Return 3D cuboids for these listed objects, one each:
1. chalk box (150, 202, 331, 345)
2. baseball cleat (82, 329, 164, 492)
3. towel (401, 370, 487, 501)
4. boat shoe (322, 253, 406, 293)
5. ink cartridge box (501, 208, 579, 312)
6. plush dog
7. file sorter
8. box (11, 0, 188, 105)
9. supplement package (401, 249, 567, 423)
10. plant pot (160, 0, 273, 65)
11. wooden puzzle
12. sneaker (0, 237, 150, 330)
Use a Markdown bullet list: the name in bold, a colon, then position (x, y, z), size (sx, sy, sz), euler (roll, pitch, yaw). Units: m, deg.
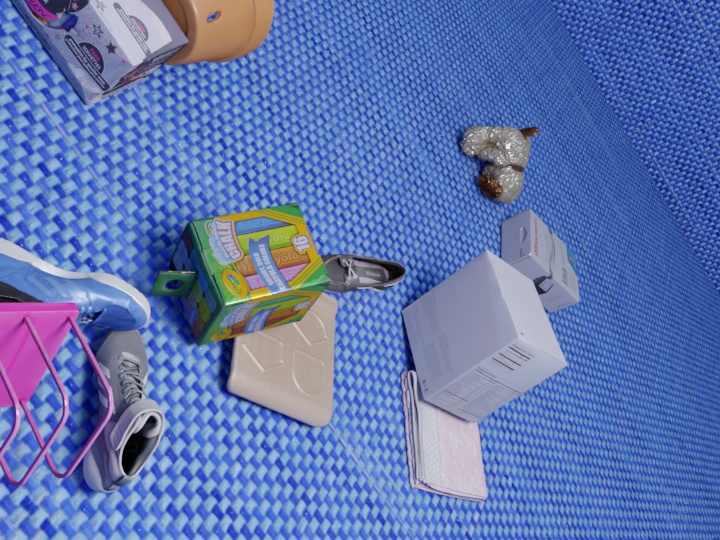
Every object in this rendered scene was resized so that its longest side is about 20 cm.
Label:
- **chalk box**: position (-0.163, 0.009, 1.054), size (0.200, 0.125, 0.124), euler (-14, 70, -31)
- **baseball cleat**: position (-0.249, 0.141, 0.911), size (0.070, 0.106, 0.201), euler (27, 50, -43)
- **towel**: position (0.144, 0.280, 1.401), size (0.191, 0.032, 0.201), euler (24, 52, -43)
- **boat shoe**: position (0.000, 0.000, 1.365), size (0.200, 0.057, 0.067), euler (4, 66, -51)
- **ink cartridge box**: position (0.409, -0.021, 1.884), size (0.200, 0.084, 0.145), euler (38, 43, -32)
- **plush dog**: position (0.333, -0.238, 1.892), size (0.200, 0.160, 0.172), euler (2, 91, -52)
- **file sorter**: position (-0.347, 0.121, 0.736), size (0.200, 0.139, 0.126), euler (2, 42, -52)
- **box**: position (-0.348, -0.343, 1.079), size (0.200, 0.115, 0.132), euler (56, 35, -11)
- **supplement package**: position (0.204, 0.114, 1.401), size (0.147, 0.200, 0.192), euler (29, 35, -38)
- **plant pot**: position (-0.243, -0.382, 1.176), size (0.200, 0.200, 0.140), euler (56, 42, -11)
- **wooden puzzle**: position (-0.112, 0.104, 1.171), size (0.185, 0.046, 0.201), euler (31, 51, -38)
- **sneaker**: position (-0.323, 0.047, 0.874), size (0.200, 0.077, 0.111), euler (26, 36, -28)
